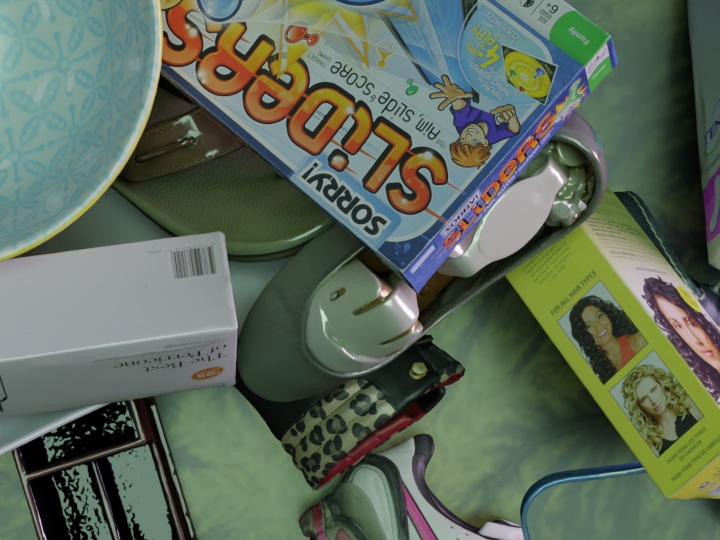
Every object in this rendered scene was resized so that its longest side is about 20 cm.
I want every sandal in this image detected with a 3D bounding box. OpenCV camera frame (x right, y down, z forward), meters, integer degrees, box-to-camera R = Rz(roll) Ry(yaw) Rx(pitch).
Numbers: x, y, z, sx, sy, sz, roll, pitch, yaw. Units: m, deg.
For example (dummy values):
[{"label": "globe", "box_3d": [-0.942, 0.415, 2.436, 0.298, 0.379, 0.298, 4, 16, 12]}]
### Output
[{"label": "sandal", "box_3d": [-0.094, -0.069, 0.816, 0.201, 0.057, 0.080, 28, 69, 7]}]

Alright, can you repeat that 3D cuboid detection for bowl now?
[{"label": "bowl", "box_3d": [-0.188, -0.100, 0.749, 0.200, 0.108, 0.200, -1, 94, -8]}]

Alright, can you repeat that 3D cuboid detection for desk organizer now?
[{"label": "desk organizer", "box_3d": [-0.127, 0.124, 0.875, 0.072, 0.077, 0.200, -17, 88, -3]}]

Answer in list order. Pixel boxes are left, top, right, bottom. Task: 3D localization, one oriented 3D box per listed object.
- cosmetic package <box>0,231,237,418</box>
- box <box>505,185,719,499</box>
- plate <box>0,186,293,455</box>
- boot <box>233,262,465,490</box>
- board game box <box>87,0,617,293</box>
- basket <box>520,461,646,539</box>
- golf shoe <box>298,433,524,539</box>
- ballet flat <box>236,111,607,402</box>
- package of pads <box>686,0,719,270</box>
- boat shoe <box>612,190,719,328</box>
[{"label": "cosmetic package", "box_3d": [-0.156, 0.032, 0.758, 0.200, 0.083, 0.051, -8, 71, -7]}, {"label": "box", "box_3d": [0.120, 0.015, 0.819, 0.050, 0.075, 0.200, -47, 62, 23]}, {"label": "plate", "box_3d": [-0.151, -0.021, 0.840, 0.199, 0.032, 0.200, -24, 71, -14]}, {"label": "boot", "box_3d": [0.000, 0.000, 0.876, 0.200, 0.073, 0.151, -39, 76, 0]}, {"label": "board game box", "box_3d": [-0.006, -0.104, 0.763, 0.200, 0.034, 0.135, 40, 87, 20]}, {"label": "basket", "box_3d": [0.183, 0.181, 0.842, 0.176, 0.139, 0.200, -14, 92, 6]}, {"label": "golf shoe", "box_3d": [0.062, 0.176, 0.882, 0.092, 0.073, 0.200, -41, 89, -4]}, {"label": "ballet flat", "box_3d": [0.025, -0.003, 0.776, 0.200, 0.064, 0.067, -38, 112, 6]}, {"label": "package of pads", "box_3d": [0.217, -0.109, 0.841, 0.068, 0.155, 0.200, 5, 65, -9]}, {"label": "boat shoe", "box_3d": [0.183, 0.042, 0.894, 0.062, 0.075, 0.200, -29, 90, -2]}]
